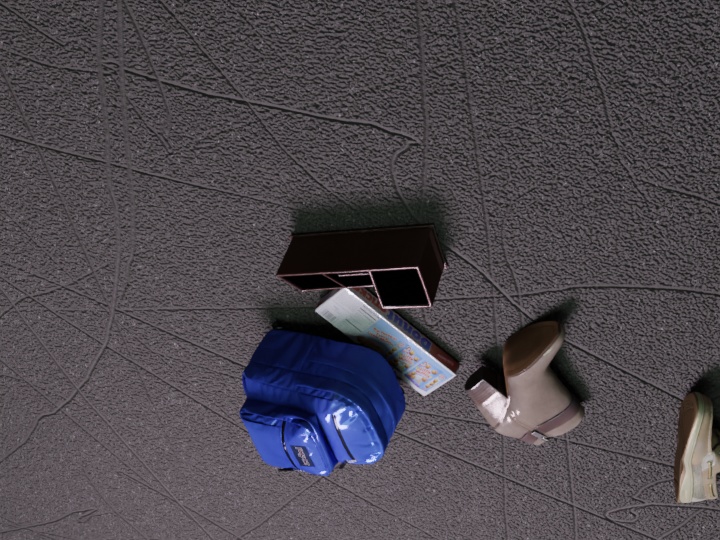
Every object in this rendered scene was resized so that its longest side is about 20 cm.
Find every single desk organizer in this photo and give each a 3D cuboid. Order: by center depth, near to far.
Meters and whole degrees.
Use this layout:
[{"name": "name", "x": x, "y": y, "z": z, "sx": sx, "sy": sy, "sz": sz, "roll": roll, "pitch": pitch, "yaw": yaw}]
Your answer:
[{"name": "desk organizer", "x": 0.000, "y": 0.000, "z": 1.585, "sx": 0.197, "sy": 0.077, "sz": 0.072, "roll": -4, "pitch": 130, "yaw": 23}]

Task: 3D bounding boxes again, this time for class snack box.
[{"name": "snack box", "x": 0.036, "y": 0.090, "z": 1.690, "sx": 0.199, "sy": 0.024, "sz": 0.072, "roll": 39, "pitch": 133, "yaw": -15}]

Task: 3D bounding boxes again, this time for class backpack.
[{"name": "backpack", "x": -0.047, "y": 0.189, "z": 1.705, "sx": 0.197, "sy": 0.169, "sz": 0.163, "roll": 4, "pitch": 141, "yaw": 28}]

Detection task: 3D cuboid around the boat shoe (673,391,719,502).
[{"name": "boat shoe", "x": 0.446, "y": 0.230, "z": 1.640, "sx": 0.064, "sy": 0.073, "sz": 0.202, "roll": 0, "pitch": 134, "yaw": 8}]

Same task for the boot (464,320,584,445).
[{"name": "boot", "x": 0.238, "y": 0.153, "z": 1.653, "sx": 0.145, "sy": 0.071, "sz": 0.199, "roll": 34, "pitch": 135, "yaw": -20}]
